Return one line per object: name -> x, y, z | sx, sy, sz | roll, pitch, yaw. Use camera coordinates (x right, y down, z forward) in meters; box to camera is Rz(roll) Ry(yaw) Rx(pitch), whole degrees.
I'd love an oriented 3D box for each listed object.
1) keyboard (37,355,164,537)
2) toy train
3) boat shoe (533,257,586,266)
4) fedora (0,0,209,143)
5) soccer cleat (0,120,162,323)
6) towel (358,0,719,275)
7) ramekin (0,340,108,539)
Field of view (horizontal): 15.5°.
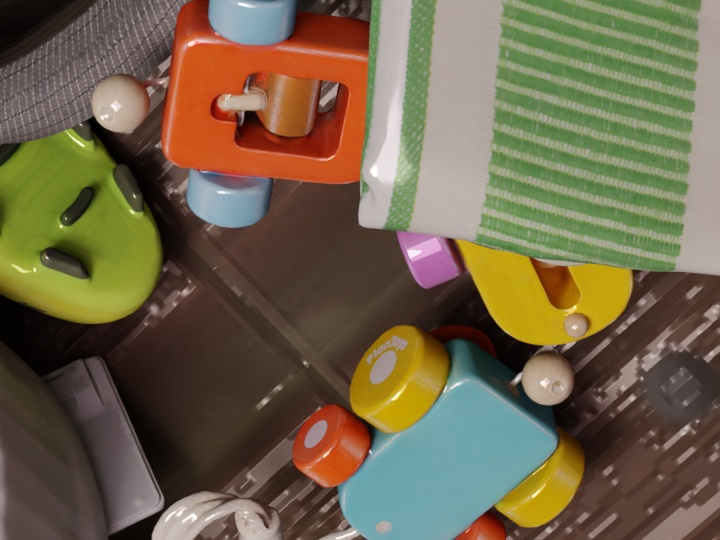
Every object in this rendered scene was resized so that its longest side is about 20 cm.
keyboard -> -0.160, 0.091, 0.804 | 0.199, 0.011, 0.056 | -25, 71, -3
toy train -> 0.000, 0.000, 0.732 | 0.150, 0.056, 0.201 | 1, 126, -5
boat shoe -> 0.078, -0.094, 0.671 | 0.075, 0.062, 0.201 | 28, 84, -29
fedora -> -0.100, -0.132, 0.730 | 0.177, 0.090, 0.200 | 45, 118, 0
soccer cleat -> -0.152, -0.033, 0.801 | 0.200, 0.065, 0.084 | 25, 141, 2
towel -> 0.101, -0.073, 0.628 | 0.199, 0.023, 0.153 | 5, 88, -11
ramekin -> -0.178, 0.082, 0.750 | 0.200, 0.098, 0.201 | -2, 69, 6
